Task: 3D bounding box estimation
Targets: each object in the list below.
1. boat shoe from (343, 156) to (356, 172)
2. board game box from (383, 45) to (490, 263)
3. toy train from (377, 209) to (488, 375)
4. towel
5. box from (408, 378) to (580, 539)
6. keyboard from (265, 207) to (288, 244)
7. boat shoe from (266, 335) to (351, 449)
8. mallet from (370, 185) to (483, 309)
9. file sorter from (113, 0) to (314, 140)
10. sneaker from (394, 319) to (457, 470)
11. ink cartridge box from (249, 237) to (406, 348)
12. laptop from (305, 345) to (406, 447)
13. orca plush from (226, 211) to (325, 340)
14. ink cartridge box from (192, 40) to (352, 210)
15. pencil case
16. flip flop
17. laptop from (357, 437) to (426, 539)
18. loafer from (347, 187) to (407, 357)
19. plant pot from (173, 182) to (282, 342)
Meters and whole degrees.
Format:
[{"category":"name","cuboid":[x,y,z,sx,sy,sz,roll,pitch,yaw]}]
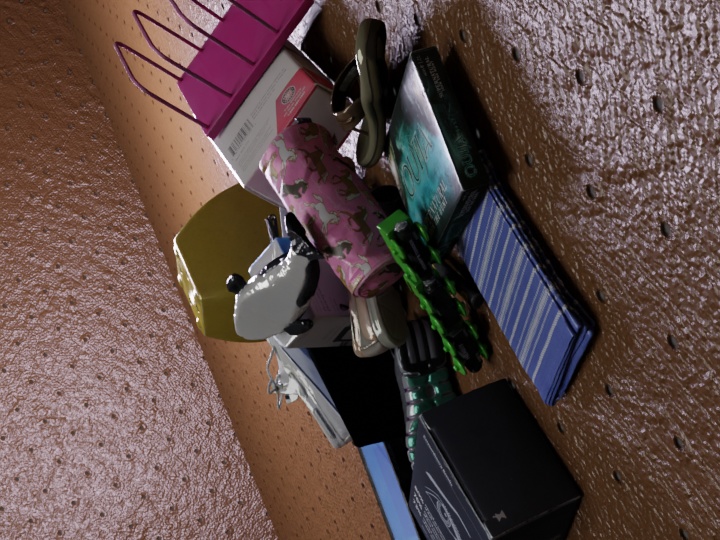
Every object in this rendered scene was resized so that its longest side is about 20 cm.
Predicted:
[{"category":"boat shoe","cuboid":[-0.036,-0.083,1.344,0.074,0.062,0.200,53,168,8]},{"category":"board game box","cuboid":[0.065,-0.100,1.001,0.200,0.028,0.137,108,143,-71]},{"category":"toy train","cuboid":[0.072,0.024,1.057,0.056,0.041,0.201,43,165,55]},{"category":"towel","cuboid":[0.140,0.008,0.952,0.146,0.024,0.202,95,153,-58]},{"category":"box","cuboid":[0.129,0.235,1.091,0.201,0.103,0.149,94,151,-53]},{"category":"keyboard","cuboid":[-0.088,-0.012,1.368,0.127,0.020,0.203,40,-144,-57]},{"category":"boat shoe","cuboid":[-0.080,0.141,1.340,0.202,0.086,0.075,49,-171,5]},{"category":"mallet","cuboid":[0.068,-0.012,1.129,0.200,0.041,0.067,51,154,39]},{"category":"file sorter","cuboid":[-0.178,-0.289,1.238,0.125,0.201,0.139,27,-161,-40]},{"category":"sneaker","cuboid":[0.078,0.153,1.245,0.088,0.073,0.204,-153,56,-81]},{"category":"ink cartridge box","cuboid":[-0.025,0.026,1.294,0.067,0.198,0.117,-46,60,33]},{"category":"laptop","cuboid":[0.003,0.151,1.349,0.189,0.114,0.201,61,166,25]},{"category":"orca plush","cuboid":[-0.086,0.000,1.164,0.201,0.104,0.072,106,-176,-50]},{"category":"ink cartridge box","cuboid":[-0.103,-0.187,1.265,0.082,0.147,0.200,26,-163,-39]},{"category":"pencil case","cuboid":[-0.023,-0.064,1.118,0.201,0.086,0.082,55,-159,20]},{"category":"flip flop","cuboid":[-0.002,-0.174,1.054,0.201,0.056,0.082,85,-173,-67]},{"category":"laptop","cuboid":[0.040,0.302,1.439,0.200,0.102,0.180,-16,-95,-77]},{"category":"loafer","cuboid":[0.000,0.000,1.213,0.062,0.071,0.203,-27,62,31]},{"category":"plant pot","cuboid":[-0.169,-0.006,1.602,0.196,0.197,0.197,61,161,26]}]
